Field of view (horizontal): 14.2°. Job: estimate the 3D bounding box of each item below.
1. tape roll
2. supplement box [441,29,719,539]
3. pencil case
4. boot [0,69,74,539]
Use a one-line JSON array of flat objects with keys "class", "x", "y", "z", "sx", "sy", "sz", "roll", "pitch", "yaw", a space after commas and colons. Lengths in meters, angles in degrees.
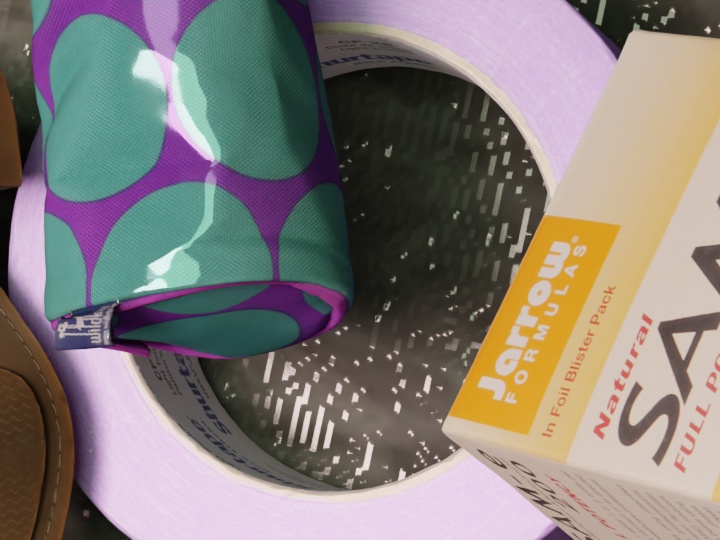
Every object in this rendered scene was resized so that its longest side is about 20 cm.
[{"class": "tape roll", "x": 0.000, "y": 0.000, "z": 0.852, "sx": 0.200, "sy": 0.066, "sz": 0.200, "roll": -1, "pitch": 86, "yaw": 16}, {"class": "supplement box", "x": 0.132, "y": 0.018, "z": 0.702, "sx": 0.200, "sy": 0.074, "sz": 0.126, "roll": 11, "pitch": 69, "yaw": 46}, {"class": "pencil case", "x": -0.060, "y": -0.076, "z": 0.798, "sx": 0.092, "sy": 0.085, "sz": 0.200, "roll": -12, "pitch": 81, "yaw": 26}, {"class": "boot", "x": -0.160, "y": 0.031, "z": 0.859, "sx": 0.155, "sy": 0.077, "sz": 0.200, "roll": -9, "pitch": 86, "yaw": 52}]
